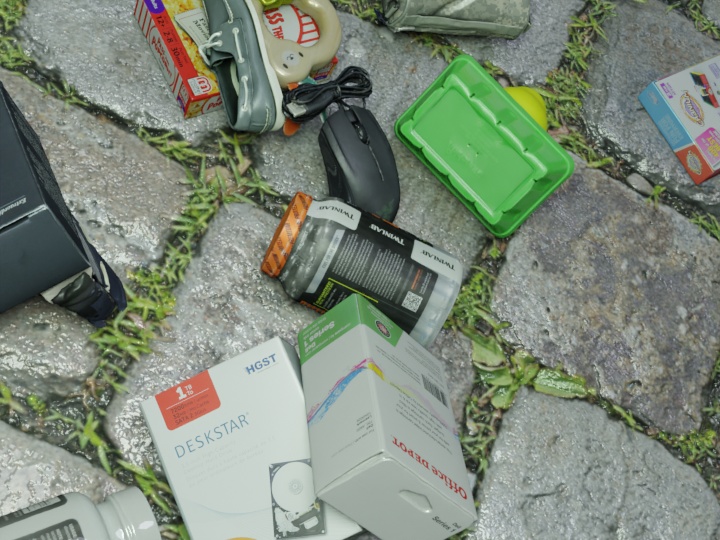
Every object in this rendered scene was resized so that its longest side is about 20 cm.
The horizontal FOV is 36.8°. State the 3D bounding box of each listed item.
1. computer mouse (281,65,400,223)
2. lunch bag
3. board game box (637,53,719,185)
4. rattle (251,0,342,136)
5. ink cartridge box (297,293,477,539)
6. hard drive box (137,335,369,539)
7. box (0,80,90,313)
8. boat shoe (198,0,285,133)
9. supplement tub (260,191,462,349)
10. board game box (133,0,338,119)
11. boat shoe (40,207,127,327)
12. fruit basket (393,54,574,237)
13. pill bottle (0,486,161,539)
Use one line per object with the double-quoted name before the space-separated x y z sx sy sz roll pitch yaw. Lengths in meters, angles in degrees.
"computer mouse" -0.003 -0.126 1.226 0.138 0.053 0.201 -28 106 -40
"lunch bag" 0.118 -0.381 1.389 0.199 0.139 0.169 2 65 -19
"board game box" 0.508 -0.223 1.523 0.199 0.040 0.154 -24 76 -28
"rattle" -0.059 -0.274 1.223 0.130 0.143 0.201 19 54 -34
"ink cartridge box" 0.022 0.144 1.015 0.145 0.084 0.201 41 25 -35
"hard drive box" -0.100 0.189 1.039 0.155 0.077 0.201 -27 75 3
"box" -0.365 -0.065 1.019 0.147 0.104 0.200 -27 57 -5
"boat shoe" -0.146 -0.246 1.211 0.062 0.073 0.201 -16 79 -30
"supplement tub" 0.000 0.000 1.176 0.199 0.123 0.123 26 60 -9
"board game box" -0.148 -0.279 1.293 0.199 0.046 0.152 -21 76 -28
"boat shoe" -0.310 -0.022 1.106 0.075 0.093 0.200 -37 55 2
"fruit basket" 0.159 -0.160 1.325 0.215 0.156 0.216 41 17 -15
"pill bottle" -0.280 0.262 0.953 0.199 0.111 0.111 -17 73 -26
